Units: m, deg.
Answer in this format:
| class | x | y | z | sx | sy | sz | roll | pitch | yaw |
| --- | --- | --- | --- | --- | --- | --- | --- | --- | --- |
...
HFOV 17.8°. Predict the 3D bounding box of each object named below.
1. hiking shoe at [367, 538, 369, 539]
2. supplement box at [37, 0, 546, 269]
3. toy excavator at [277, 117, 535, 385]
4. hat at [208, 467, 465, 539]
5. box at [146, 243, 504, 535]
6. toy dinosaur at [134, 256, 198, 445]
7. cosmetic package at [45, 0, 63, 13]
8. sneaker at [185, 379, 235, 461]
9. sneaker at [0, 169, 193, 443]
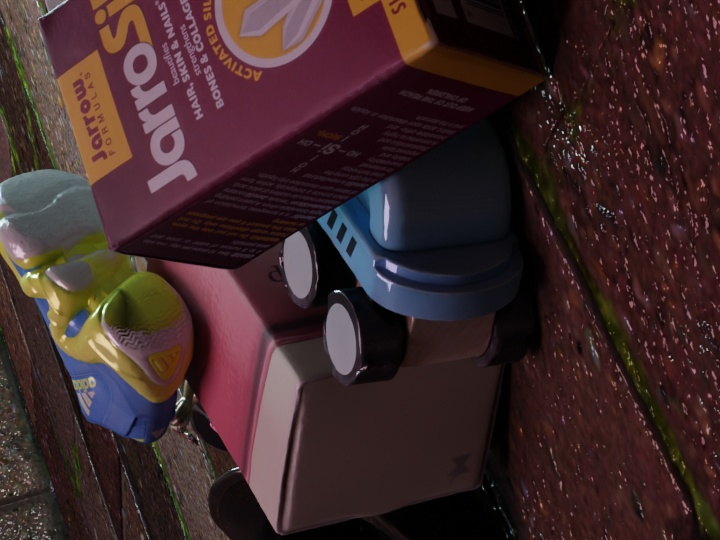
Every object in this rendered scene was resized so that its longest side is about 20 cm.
| class | x | y | z | sx | sy | sz | roll | pitch | yaw |
| --- | --- | --- | --- | --- | --- | --- | --- | --- | --- |
| hiking shoe | -0.013 | 0.155 | 1.498 | 0.200 | 0.074 | 0.087 | -149 | 47 | -70 |
| supplement box | -0.034 | -0.104 | 1.070 | 0.199 | 0.103 | 0.132 | -31 | 69 | 29 |
| toy excavator | 0.022 | -0.073 | 1.148 | 0.195 | 0.099 | 0.201 | -124 | 37 | -47 |
| hat | 0.012 | 0.150 | 1.342 | 0.199 | 0.081 | 0.201 | 24 | 151 | 14 |
| box | -0.024 | 0.030 | 1.264 | 0.200 | 0.127 | 0.110 | 53 | 145 | 44 |
| toy dinosaur | -0.099 | 0.050 | 1.432 | 0.058 | 0.101 | 0.200 | 40 | 169 | -35 |
| cosmetic package | -0.177 | -0.206 | 1.682 | 0.107 | 0.090 | 0.201 | 22 | -133 | -69 |
| sneaker | -0.072 | 0.088 | 1.477 | 0.200 | 0.078 | 0.096 | 131 | 158 | -60 |
| sneaker | -0.159 | 0.027 | 1.315 | 0.200 | 0.075 | 0.106 | 49 | 143 | 47 |
